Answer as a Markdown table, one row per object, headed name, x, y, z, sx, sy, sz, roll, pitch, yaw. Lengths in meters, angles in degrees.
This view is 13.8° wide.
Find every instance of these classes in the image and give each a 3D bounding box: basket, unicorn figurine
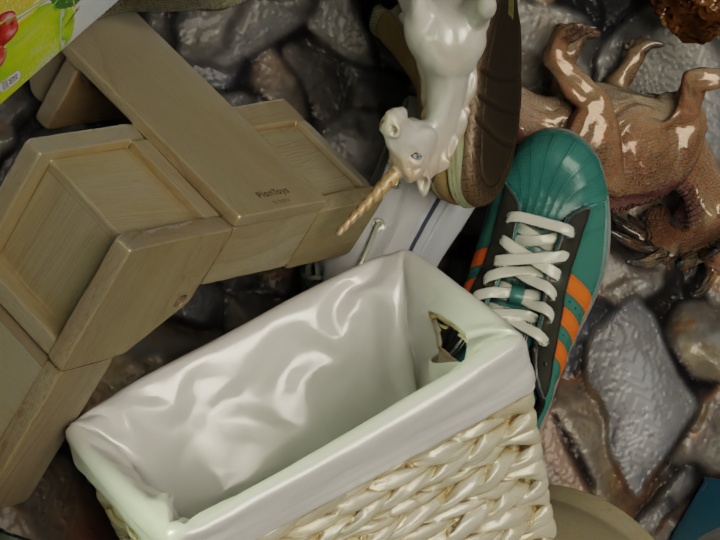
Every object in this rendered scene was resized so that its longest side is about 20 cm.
| name | x | y | z | sx | sy | sz | roll | pitch | yaw |
| --- | --- | --- | --- | --- | --- | --- | --- | --- | --- |
| basket | -0.017 | 0.101 | 1.434 | 0.200 | 0.136 | 0.124 | -29 | 122 | -16 |
| unicorn figurine | 0.032 | -0.135 | 1.468 | 0.073 | 0.138 | 0.201 | 3 | 51 | 4 |

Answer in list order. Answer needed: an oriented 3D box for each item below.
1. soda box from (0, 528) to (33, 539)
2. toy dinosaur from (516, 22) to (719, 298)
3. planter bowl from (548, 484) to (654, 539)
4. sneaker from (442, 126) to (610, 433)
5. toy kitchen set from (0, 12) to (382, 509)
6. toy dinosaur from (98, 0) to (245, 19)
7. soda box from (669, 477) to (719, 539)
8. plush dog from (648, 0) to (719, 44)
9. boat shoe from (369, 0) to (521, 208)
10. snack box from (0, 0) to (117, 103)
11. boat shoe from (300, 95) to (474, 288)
| name | x | y | z | sx | sy | sz | roll | pitch | yaw |
| --- | --- | --- | --- | --- | --- | --- | --- | --- | --- |
| soda box | -0.163 | 0.161 | 1.406 | 0.063 | 0.200 | 0.071 | 26 | 81 | -29 |
| toy dinosaur | 0.139 | -0.060 | 1.610 | 0.199 | 0.086 | 0.136 | 9 | 94 | -19 |
| planter bowl | 0.087 | 0.197 | 1.544 | 0.201 | 0.200 | 0.135 | 54 | 44 | -16 |
| sneaker | 0.083 | 0.026 | 1.555 | 0.071 | 0.080 | 0.201 | 14 | 101 | 7 |
| toy kitchen set | -0.137 | -0.015 | 1.497 | 0.163 | 0.181 | 0.200 | 45 | 31 | 22 |
| toy dinosaur | -0.065 | -0.177 | 1.495 | 0.102 | 0.077 | 0.200 | 39 | 52 | 7 |
| soda box | 0.179 | 0.215 | 1.637 | 0.064 | 0.068 | 0.200 | 36 | 77 | -21 |
| plush dog | 0.199 | -0.218 | 1.594 | 0.171 | 0.160 | 0.201 | -31 | 104 | -14 |
| boat shoe | 0.042 | -0.125 | 1.558 | 0.072 | 0.076 | 0.201 | 53 | 38 | -60 |
| snack box | -0.126 | -0.194 | 1.371 | 0.068 | 0.169 | 0.200 | 40 | 72 | 17 |
| boat shoe | 0.000 | 0.000 | 1.560 | 0.067 | 0.074 | 0.200 | 33 | 67 | -7 |
